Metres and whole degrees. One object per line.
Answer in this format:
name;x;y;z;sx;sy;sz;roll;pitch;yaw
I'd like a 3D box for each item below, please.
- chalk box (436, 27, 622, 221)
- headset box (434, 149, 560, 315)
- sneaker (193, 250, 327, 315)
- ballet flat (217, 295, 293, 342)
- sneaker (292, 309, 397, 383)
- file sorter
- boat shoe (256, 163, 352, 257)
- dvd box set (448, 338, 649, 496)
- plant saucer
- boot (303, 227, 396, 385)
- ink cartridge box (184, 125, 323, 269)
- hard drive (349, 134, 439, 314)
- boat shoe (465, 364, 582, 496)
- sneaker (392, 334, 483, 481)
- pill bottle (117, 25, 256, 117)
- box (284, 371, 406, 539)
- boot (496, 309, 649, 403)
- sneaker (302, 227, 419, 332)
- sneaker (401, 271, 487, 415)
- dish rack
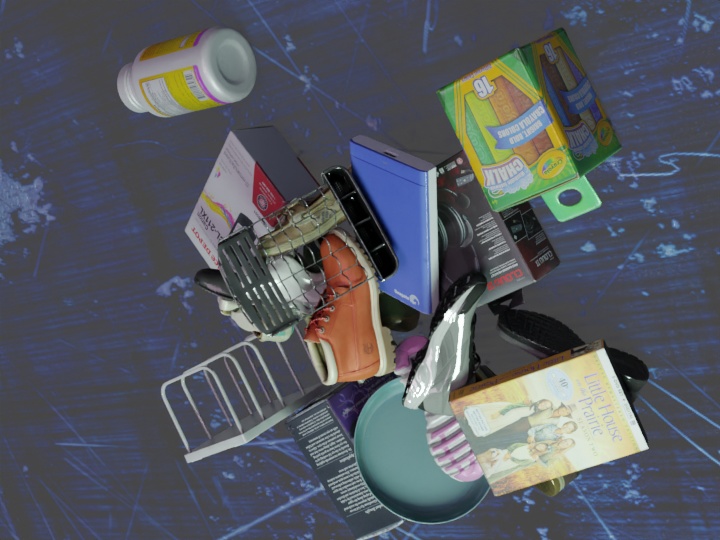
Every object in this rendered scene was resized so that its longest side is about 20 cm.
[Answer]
chalk box;0.200;-0.149;1.235;0.124;0.124;0.201;-24;94;41
headset box;0.141;-0.042;1.359;0.149;0.077;0.201;-26;91;41
sneaker;-0.121;0.002;1.469;0.199;0.074;0.089;8;103;-3
ballet flat;-0.172;0.050;1.605;0.200;0.062;0.068;27;118;48
sneaker;-0.045;0.095;1.522;0.200;0.077;0.089;24;80;43
file sorter;-0.172;0.173;1.606;0.139;0.200;0.125;-26;92;41
boat shoe;-0.055;-0.082;1.421;0.063;0.200;0.073;61;163;-11
dvd box set;0.224;0.179;1.309;0.199;0.029;0.147;-21;107;18
plant saucer;0.085;0.238;1.459;0.200;0.200;0.027;51;156;7
boot;-0.030;0.047;1.402;0.075;0.107;0.201;-19;86;65
ink cartridge box;-0.151;-0.079;1.537;0.146;0.083;0.200;52;132;24
hard drive;0.043;-0.056;1.357;0.132;0.025;0.201;28;134;39
boat shoe;0.212;0.200;1.421;0.201;0.066;0.072;53;154;31
sneaker;0.117;0.177;1.431;0.080;0.088;0.201;-29;76;16
pill bottle;-0.248;-0.273;1.529;0.199;0.104;0.105;-4;107;38
box;0.015;0.249;1.534;0.104;0.148;0.200;-34;89;41
boot;0.241;0.140;1.348;0.199;0.070;0.132;27;124;10
sneaker;0.000;0.000;1.486;0.200;0.067;0.090;32;131;25
sneaker;0.117;0.091;1.342;0.079;0.074;0.201;21;115;1
dish rack;-0.071;-0.018;1.349;0.154;0.200;0.055;60;174;0
